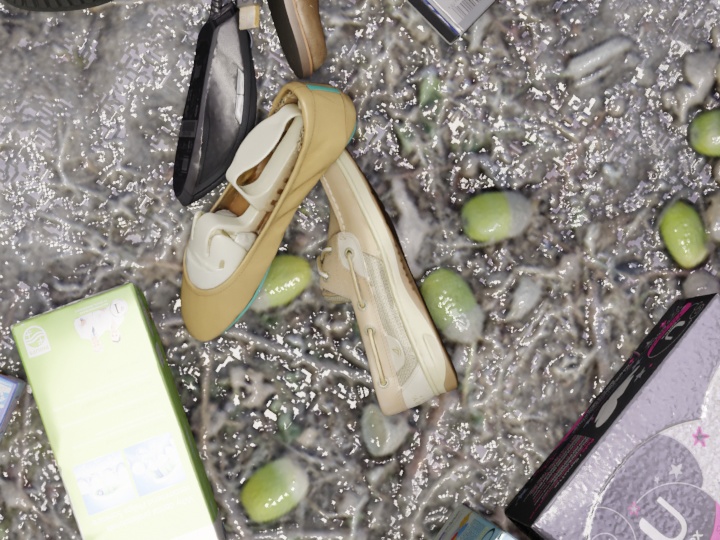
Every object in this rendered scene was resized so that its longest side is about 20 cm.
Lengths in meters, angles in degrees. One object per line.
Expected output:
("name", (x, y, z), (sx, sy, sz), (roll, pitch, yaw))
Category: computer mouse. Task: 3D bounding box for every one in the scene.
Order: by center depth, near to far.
("computer mouse", (-0.080, -0.141, 1.147), (0.046, 0.140, 0.202), (10, 86, -17))

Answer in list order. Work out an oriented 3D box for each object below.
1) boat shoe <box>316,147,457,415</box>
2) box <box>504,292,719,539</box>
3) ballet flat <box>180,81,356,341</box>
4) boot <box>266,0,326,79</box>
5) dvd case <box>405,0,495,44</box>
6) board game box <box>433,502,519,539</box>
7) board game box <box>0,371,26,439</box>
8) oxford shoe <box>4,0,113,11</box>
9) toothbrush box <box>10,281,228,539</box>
("boat shoe", (0.000, 0.000, 1.175), (0.064, 0.072, 0.202), (-24, 87, 4))
("box", (0.214, 0.134, 1.161), (0.132, 0.115, 0.200), (40, 86, -1))
("ballet flat", (-0.079, -0.044, 1.152), (0.069, 0.063, 0.201), (42, 105, 37))
("boot", (-0.037, -0.235, 1.188), (0.075, 0.074, 0.202), (-8, 85, -14))
("dvd case", (0.039, -0.274, 1.185), (0.200, 0.025, 0.150), (45, 63, -4))
("board game box", (0.088, 0.229, 1.104), (0.103, 0.200, 0.105), (36, 86, -1))
("board game box", (-0.357, 0.130, 1.157), (0.198, 0.041, 0.201), (22, 86, -3))
("oxford shoe", (-0.163, -0.236, 1.180), (0.198, 0.085, 0.073), (-20, 113, 13))
("toothbrush box", (-0.151, 0.118, 1.120), (0.085, 0.146, 0.202), (-20, 89, -5))
